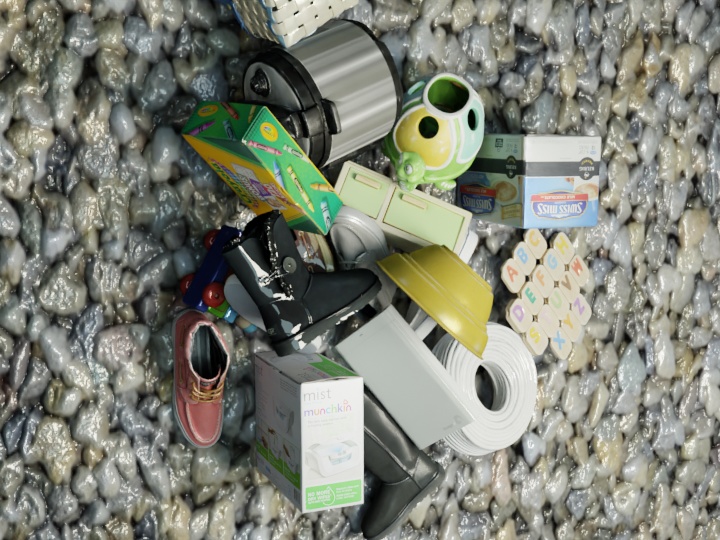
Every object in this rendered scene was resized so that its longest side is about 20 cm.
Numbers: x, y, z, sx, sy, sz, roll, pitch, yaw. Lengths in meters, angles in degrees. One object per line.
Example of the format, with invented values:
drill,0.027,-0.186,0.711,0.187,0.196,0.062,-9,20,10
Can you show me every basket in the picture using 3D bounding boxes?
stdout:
basket,-0.105,-0.390,1.274,0.176,0.200,0.140,-38,134,-14

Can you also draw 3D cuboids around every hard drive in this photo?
hard drive,0.066,0.157,1.413,0.200,0.132,0.026,51,44,-1

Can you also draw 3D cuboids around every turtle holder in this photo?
turtle holder,0.094,-0.198,1.378,0.185,0.132,0.141,-28,69,-25

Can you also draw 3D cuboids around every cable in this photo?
cable,0.187,0.179,1.494,0.199,0.069,0.202,-9,86,-39

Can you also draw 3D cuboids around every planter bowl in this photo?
planter bowl,0.119,0.024,1.329,0.200,0.200,0.084,40,94,-22

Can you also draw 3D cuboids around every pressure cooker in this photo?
pressure cooker,-0.067,-0.227,1.308,0.199,0.176,0.179,-29,76,-29

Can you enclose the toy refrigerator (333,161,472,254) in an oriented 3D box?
toy refrigerator,0.053,-0.081,1.406,0.199,0.070,0.076,23,77,-4

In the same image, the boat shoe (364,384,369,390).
boat shoe,0.091,0.201,1.500,0.199,0.065,0.074,26,87,-23

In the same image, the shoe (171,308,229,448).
shoe,-0.219,0.157,1.348,0.071,0.091,0.202,-8,100,-22

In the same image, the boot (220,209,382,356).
boot,-0.073,-0.006,1.271,0.200,0.076,0.169,-33,103,-37

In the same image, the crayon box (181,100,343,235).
crayon box,-0.123,-0.131,1.257,0.200,0.118,0.059,49,63,-44

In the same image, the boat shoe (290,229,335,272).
boat shoe,-0.084,-0.032,1.396,0.071,0.072,0.202,-13,98,-14

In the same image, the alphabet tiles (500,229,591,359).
alphabet tiles,0.300,0.035,1.557,0.196,0.015,0.200,52,55,-20

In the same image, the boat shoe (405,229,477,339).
boat shoe,0.103,0.015,1.478,0.065,0.074,0.201,31,75,-15

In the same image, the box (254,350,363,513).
box,-0.077,0.214,1.358,0.096,0.200,0.178,-3,97,-23

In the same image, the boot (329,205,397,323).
boot,0.000,0.000,1.385,0.200,0.073,0.096,53,44,-47

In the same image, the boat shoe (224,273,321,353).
boat shoe,-0.112,0.044,1.341,0.200,0.070,0.067,41,51,-43

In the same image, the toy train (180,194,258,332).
toy train,-0.155,-0.019,1.365,0.115,0.084,0.201,34,79,-37

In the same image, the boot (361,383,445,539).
boot,0.008,0.291,1.475,0.165,0.066,0.200,-44,110,-3

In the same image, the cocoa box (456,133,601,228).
cocoa box,0.244,-0.135,1.448,0.132,0.200,0.132,-3,99,-23
